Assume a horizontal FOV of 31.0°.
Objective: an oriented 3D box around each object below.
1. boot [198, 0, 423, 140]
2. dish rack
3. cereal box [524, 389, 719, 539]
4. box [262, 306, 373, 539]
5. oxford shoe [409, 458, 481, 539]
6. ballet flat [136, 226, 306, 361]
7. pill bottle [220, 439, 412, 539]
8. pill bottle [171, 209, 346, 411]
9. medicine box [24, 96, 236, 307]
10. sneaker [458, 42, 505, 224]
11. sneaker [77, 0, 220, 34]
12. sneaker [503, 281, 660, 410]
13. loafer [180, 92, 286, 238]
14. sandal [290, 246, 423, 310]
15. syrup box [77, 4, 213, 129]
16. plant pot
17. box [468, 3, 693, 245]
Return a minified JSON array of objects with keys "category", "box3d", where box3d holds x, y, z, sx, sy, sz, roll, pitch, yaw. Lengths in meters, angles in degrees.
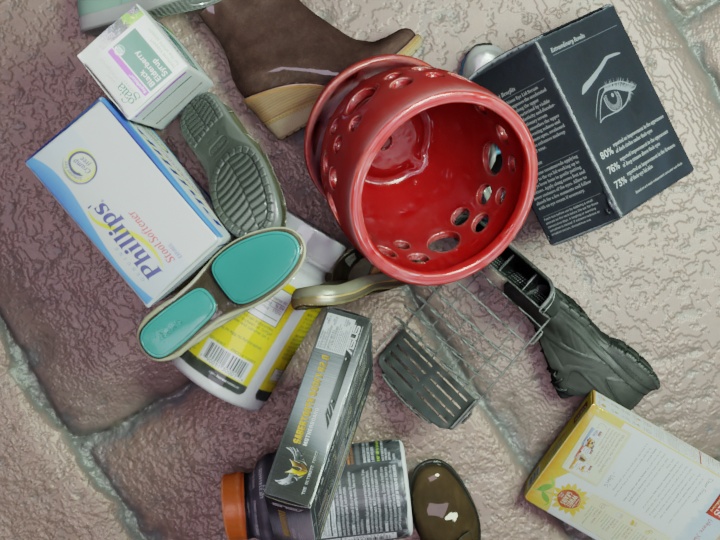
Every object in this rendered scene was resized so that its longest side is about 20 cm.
[{"category":"boot","box3d":[-0.052,-0.253,1.379,0.199,0.072,0.167,-29,95,5]},{"category":"dish rack","box3d":[0.105,0.060,1.371,0.200,0.055,0.153,-49,50,3]},{"category":"cereal box","box3d":[0.297,0.236,1.402,0.199,0.040,0.144,30,115,-3]},{"category":"box","box3d":[-0.038,0.159,1.283,0.048,0.159,0.201,16,65,8]},{"category":"oxford shoe","box3d":[0.101,0.303,1.405,0.072,0.084,0.201,-15,92,2]},{"category":"ballet flat","box3d":[-0.135,0.021,1.292,0.199,0.069,0.070,-32,93,9]},{"category":"pill bottle","box3d":[-0.048,0.242,1.389,0.199,0.106,0.107,-6,93,0]},{"category":"pill bottle","box3d":[-0.104,0.037,1.374,0.114,0.114,0.201,31,92,-2]},{"category":"medicine box","box3d":[-0.224,-0.069,1.324,0.103,0.200,0.182,-40,93,1]},{"category":"sneaker","box3d":[0.148,-0.144,1.381,0.075,0.087,0.201,-8,92,2]},{"category":"sneaker","box3d":[-0.217,-0.325,1.352,0.199,0.074,0.119,-10,91,22]},{"category":"sneaker","box3d":[0.226,0.086,1.403,0.200,0.076,0.091,41,102,2]},{"category":"loafer","box3d":[-0.120,-0.104,1.350,0.075,0.070,0.201,-39,56,19]},{"category":"sandal","box3d":[0.000,0.000,1.338,0.080,0.200,0.054,-14,90,39]},{"category":"syrup box","box3d":[-0.213,-0.202,1.317,0.081,0.200,0.079,-41,92,2]},{"category":"plant pot","box3d":[0.052,-0.109,1.299,0.199,0.183,0.201,-8,116,-18]},{"category":"box","box3d":[0.228,-0.151,1.339,0.148,0.104,0.201,-28,92,-40]}]
